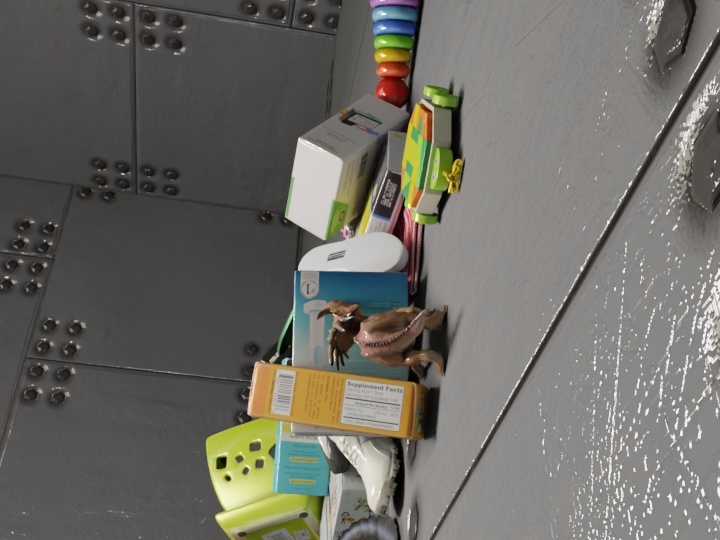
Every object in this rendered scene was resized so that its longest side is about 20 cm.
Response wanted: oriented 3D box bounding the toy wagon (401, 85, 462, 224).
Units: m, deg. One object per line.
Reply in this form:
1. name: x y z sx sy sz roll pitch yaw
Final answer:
1. toy wagon: 0.085 -0.137 1.141 0.200 0.039 0.157 -105 23 -72

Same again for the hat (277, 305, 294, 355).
1. hat: -0.018 0.096 1.440 0.201 0.175 0.167 -59 -7 -49

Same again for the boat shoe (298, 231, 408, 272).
1. boat shoe: 0.000 0.000 1.298 0.199 0.068 0.072 -10 49 44

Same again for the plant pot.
1. plant pot: -0.134 0.377 1.580 0.183 0.197 0.201 -100 -13 -46

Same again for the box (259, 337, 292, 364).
1. box: -0.087 0.165 1.634 0.200 0.047 0.194 -46 -32 -34

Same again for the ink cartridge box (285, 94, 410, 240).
1. ink cartridge box: -0.018 -0.161 1.440 0.200 0.083 0.146 -41 -27 -46

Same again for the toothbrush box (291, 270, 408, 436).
1. toothbrush box: -0.014 0.107 1.189 0.085 0.144 0.203 101 169 -76

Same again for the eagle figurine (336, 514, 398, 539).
1. eagle figurine: -0.005 0.390 1.130 0.151 0.152 0.200 -40 -15 15

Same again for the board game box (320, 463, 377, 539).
1. board game box: -0.017 0.350 1.390 0.148 0.063 0.202 -98 15 -61

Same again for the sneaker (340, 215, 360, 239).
1. sneaker: -0.012 -0.080 1.654 0.079 0.094 0.202 121 154 -69

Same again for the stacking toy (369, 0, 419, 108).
1. stacking toy: 0.052 -0.356 1.502 0.085 0.084 0.203 -143 55 -82

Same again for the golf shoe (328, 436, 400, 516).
1. golf shoe: 0.000 0.235 1.236 0.201 0.096 0.079 -95 15 -55

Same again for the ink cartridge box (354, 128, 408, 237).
1. ink cartridge box: 0.029 -0.100 1.407 0.201 0.046 0.199 -89 14 -61

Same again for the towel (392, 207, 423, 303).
1. towel: 0.056 -0.014 1.328 0.200 0.022 0.146 125 150 -75

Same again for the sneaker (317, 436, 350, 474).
1. sneaker: -0.011 0.198 1.343 0.201 0.084 0.075 -84 -20 -48

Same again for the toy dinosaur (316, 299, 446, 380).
1. toy dinosaur: 0.021 0.075 1.063 0.200 0.134 0.087 151 126 -81

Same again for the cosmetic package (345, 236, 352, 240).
1. cosmetic package: -0.003 0.058 1.538 0.102 0.073 0.202 -100 20 -66

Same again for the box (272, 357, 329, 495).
1. box: -0.085 0.238 1.441 0.049 0.081 0.203 141 134 -74

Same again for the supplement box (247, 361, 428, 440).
1. supplement box: -0.025 0.150 1.083 0.067 0.198 0.070 33 -115 -71
